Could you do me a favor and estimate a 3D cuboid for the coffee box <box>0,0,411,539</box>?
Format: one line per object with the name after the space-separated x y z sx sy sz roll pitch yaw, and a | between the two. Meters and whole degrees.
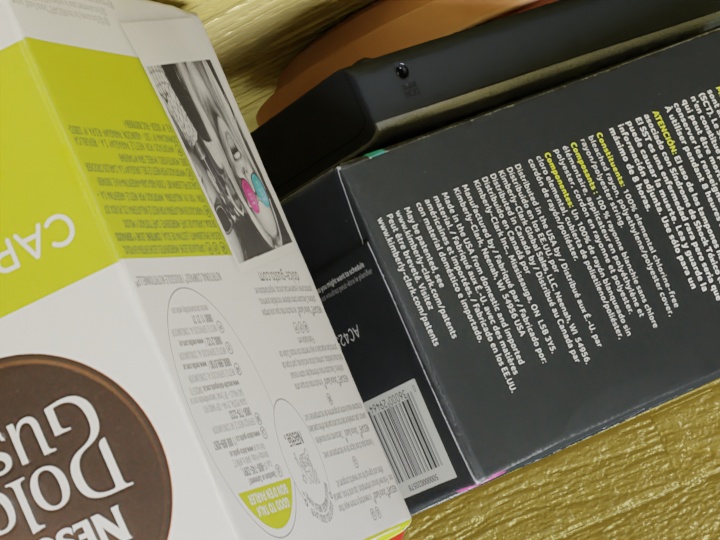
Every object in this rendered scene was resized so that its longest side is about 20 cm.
-0.127 0.040 0.879 0.199 0.198 0.200 -25 175 12 | coffee box

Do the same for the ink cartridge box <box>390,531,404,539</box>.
-0.050 0.094 1.449 0.173 0.201 0.044 17 168 -8 | ink cartridge box

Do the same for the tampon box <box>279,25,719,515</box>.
0.064 0.007 1.088 0.199 0.127 0.150 -21 175 -30 | tampon box

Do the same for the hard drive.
0.045 -0.070 1.120 0.199 0.033 0.139 -20 174 -34 | hard drive

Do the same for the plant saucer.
0.048 -0.102 1.167 0.200 0.032 0.200 -23 175 -2 | plant saucer
